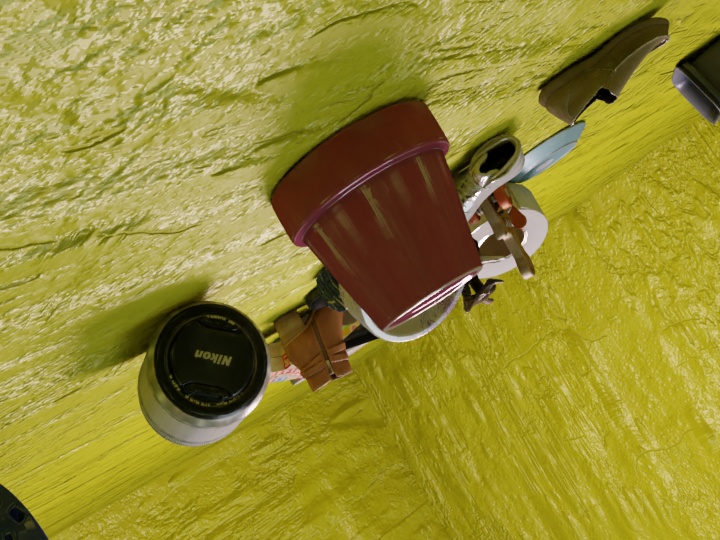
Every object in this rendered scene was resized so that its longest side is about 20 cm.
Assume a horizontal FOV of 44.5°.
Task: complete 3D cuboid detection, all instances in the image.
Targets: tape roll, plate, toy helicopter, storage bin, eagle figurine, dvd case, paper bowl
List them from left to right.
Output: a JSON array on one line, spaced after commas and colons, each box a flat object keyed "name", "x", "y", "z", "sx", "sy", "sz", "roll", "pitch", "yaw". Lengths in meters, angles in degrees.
[{"name": "dvd case", "x": 0.056, "y": 0.091, "z": 1.752, "sx": 0.141, "sy": 0.018, "sz": 0.200, "roll": -23, "pitch": -169, "yaw": 40}, {"name": "paper bowl", "x": 0.056, "y": -0.006, "z": 1.310, "sx": 0.197, "sy": 0.104, "sz": 0.205, "roll": -16, "pitch": 122, "yaw": -28}, {"name": "eagle figurine", "x": 0.144, "y": -0.015, "z": 1.534, "sx": 0.150, "sy": 0.201, "sz": 0.152, "roll": -36, "pitch": 164, "yaw": -15}, {"name": "tape roll", "x": 0.264, "y": -0.076, "z": 1.719, "sx": 0.198, "sy": 0.072, "sz": 0.204, "roll": -15, "pitch": 144, "yaw": -11}, {"name": "toy helicopter", "x": 0.252, "y": -0.077, "z": 1.534, "sx": 0.078, "sy": 0.202, "sz": 0.133, "roll": -24, "pitch": -162, "yaw": 21}, {"name": "plate", "x": 0.348, "y": -0.213, "z": 1.673, "sx": 0.198, "sy": 0.026, "sz": 0.200, "roll": -32, "pitch": 171, "yaw": -6}, {"name": "storage bin", "x": 0.708, "y": -0.379, "z": 1.713, "sx": 0.134, "sy": 0.146, "sz": 0.200, "roll": -44, "pitch": 169, "yaw": 15}]

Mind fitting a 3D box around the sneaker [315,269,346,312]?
[{"name": "sneaker", "x": 0.000, "y": 0.000, "z": 1.449, "sx": 0.085, "sy": 0.078, "sz": 0.200, "roll": -30, "pitch": 173, "yaw": -40}]

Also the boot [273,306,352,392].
[{"name": "boot", "x": -0.051, "y": 0.123, "z": 1.674, "sx": 0.198, "sy": 0.156, "sz": 0.074, "roll": -30, "pitch": 172, "yaw": -15}]

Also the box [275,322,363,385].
[{"name": "box", "x": -0.085, "y": 0.161, "z": 1.953, "sx": 0.112, "sy": 0.103, "sz": 0.199, "roll": -36, "pitch": 171, "yaw": 30}]

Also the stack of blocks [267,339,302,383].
[{"name": "stack of blocks", "x": -0.151, "y": 0.176, "z": 1.739, "sx": 0.196, "sy": 0.060, "sz": 0.115, "roll": -5, "pitch": 159, "yaw": -29}]

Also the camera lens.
[{"name": "camera lens", "x": -0.212, "y": 0.142, "z": 1.171, "sx": 0.158, "sy": 0.162, "sz": 0.200, "roll": -27, "pitch": 170, "yaw": -27}]

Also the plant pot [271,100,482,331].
[{"name": "plant pot", "x": 0.031, "y": -0.046, "z": 0.928, "sx": 0.198, "sy": 0.181, "sz": 0.200, "roll": -30, "pitch": 171, "yaw": -5}]

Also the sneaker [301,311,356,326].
[{"name": "sneaker", "x": -0.042, "y": 0.083, "z": 1.802, "sx": 0.198, "sy": 0.072, "sz": 0.099, "roll": -30, "pitch": 175, "yaw": 28}]

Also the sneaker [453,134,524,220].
[{"name": "sneaker", "x": 0.163, "y": -0.131, "z": 1.330, "sx": 0.199, "sy": 0.074, "sz": 0.116, "roll": -42, "pitch": 169, "yaw": 5}]

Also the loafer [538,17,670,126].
[{"name": "loafer", "x": 0.335, "y": -0.263, "z": 1.184, "sx": 0.198, "sy": 0.068, "sz": 0.076, "roll": -33, "pitch": 172, "yaw": 7}]

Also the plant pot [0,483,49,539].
[{"name": "plant pot", "x": -0.539, "y": 0.352, "z": 1.105, "sx": 0.199, "sy": 0.182, "sz": 0.199, "roll": -37, "pitch": 171, "yaw": 34}]

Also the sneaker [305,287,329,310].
[{"name": "sneaker", "x": -0.016, "y": 0.052, "z": 1.568, "sx": 0.060, "sy": 0.105, "sz": 0.199, "roll": -22, "pitch": 167, "yaw": -48}]
